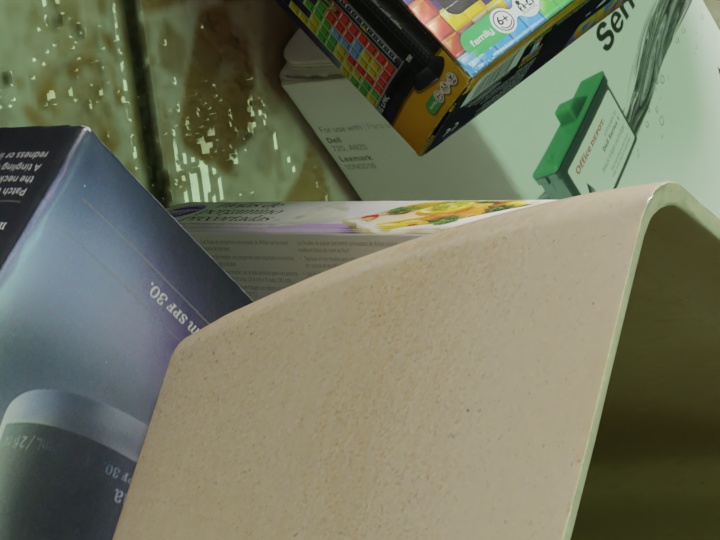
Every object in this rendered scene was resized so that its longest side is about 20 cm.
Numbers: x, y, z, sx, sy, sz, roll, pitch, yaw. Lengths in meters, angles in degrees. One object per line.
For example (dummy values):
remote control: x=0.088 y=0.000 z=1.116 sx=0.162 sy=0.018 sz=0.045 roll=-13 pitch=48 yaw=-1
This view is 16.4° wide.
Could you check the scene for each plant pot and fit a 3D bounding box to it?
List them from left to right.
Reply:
plant pot: x=0.035 y=0.104 z=0.684 sx=0.200 sy=0.177 sz=0.200 roll=34 pitch=66 yaw=-45

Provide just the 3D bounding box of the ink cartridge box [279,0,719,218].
ink cartridge box: x=0.076 y=-0.055 z=0.979 sx=0.200 sy=0.084 sz=0.146 roll=54 pitch=52 yaw=-33

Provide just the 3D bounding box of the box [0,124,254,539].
box: x=-0.103 y=0.095 z=0.756 sx=0.200 sy=0.123 sz=0.199 roll=47 pitch=59 yaw=-36

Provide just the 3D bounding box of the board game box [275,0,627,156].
board game box: x=0.038 y=-0.159 z=0.881 sx=0.200 sy=0.057 sz=0.165 roll=-37 pitch=79 yaw=-32

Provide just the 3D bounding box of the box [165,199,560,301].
box: x=0.000 y=0.000 z=0.810 sx=0.039 sy=0.200 sz=0.042 roll=-23 pitch=106 yaw=-42
